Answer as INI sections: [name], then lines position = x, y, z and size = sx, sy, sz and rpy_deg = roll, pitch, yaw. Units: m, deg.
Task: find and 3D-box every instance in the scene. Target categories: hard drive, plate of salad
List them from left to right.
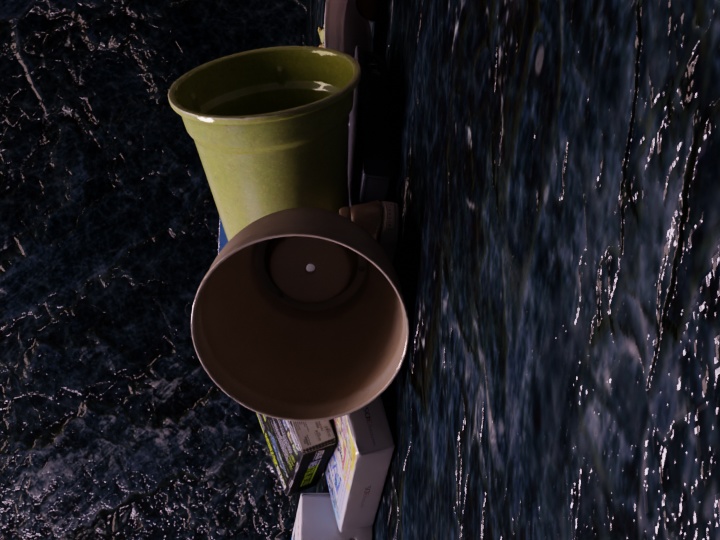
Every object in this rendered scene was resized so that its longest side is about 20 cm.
[plate of salad]
position = -0.024, -0.264, 1.446
size = 0.200, 0.047, 0.203
rpy_deg = 0, -90, -76
[hard drive]
position = 0.009, -0.135, 1.308
size = 0.136, 0.042, 0.202
rpy_deg = 99, 171, -49

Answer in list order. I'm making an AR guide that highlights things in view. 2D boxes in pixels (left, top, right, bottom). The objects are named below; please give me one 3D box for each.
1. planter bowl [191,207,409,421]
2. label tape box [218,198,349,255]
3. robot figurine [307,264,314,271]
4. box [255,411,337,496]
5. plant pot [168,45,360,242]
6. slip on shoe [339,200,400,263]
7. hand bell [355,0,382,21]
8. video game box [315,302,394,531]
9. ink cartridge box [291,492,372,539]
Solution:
[planter bowl]
position = -0.052, 0.023, 1.130
size = 0.135, 0.198, 0.202
rpy_deg = -85, 0, -61
[label tape box]
position = -0.087, -0.034, 1.527
size = 0.063, 0.199, 0.146
rpy_deg = 23, 118, 39
[robot figurine]
position = -0.049, 0.012, 1.389
size = 0.169, 0.112, 0.203
rpy_deg = 13, 104, 61
[box]
position = -0.090, 0.131, 1.319
size = 0.194, 0.047, 0.202
rpy_deg = 105, 145, -66
[plant pot]
position = -0.086, -0.113, 1.247
size = 0.201, 0.198, 0.186
rpy_deg = -98, 0, -62
[slip on shoe]
position = 0.000, 0.000, 1.251
size = 0.201, 0.060, 0.077
rpy_deg = 101, 170, -57
[hand bell]
position = 0.005, -0.325, 1.353
size = 0.200, 0.103, 0.106
rpy_deg = 48, -137, -79
[video game box]
position = -0.016, 0.152, 1.262
size = 0.201, 0.046, 0.184
rpy_deg = 100, 160, -56
[ink cartridge box]
position = -0.037, 0.355, 1.375
size = 0.201, 0.083, 0.147
rpy_deg = 103, 169, -62
